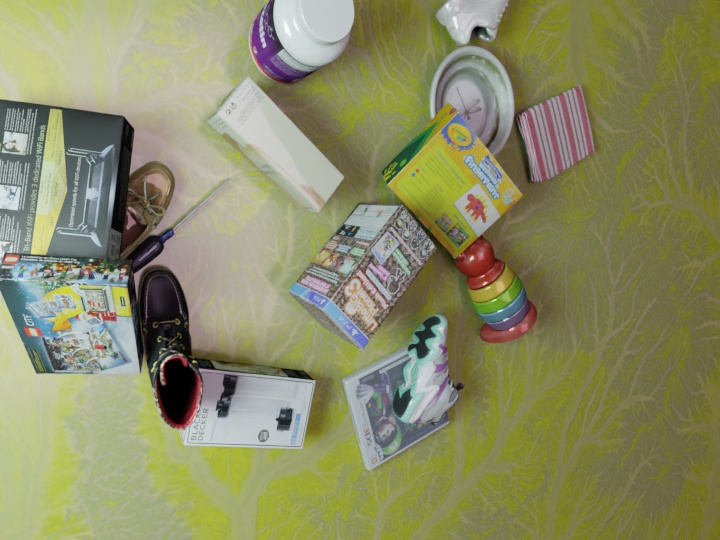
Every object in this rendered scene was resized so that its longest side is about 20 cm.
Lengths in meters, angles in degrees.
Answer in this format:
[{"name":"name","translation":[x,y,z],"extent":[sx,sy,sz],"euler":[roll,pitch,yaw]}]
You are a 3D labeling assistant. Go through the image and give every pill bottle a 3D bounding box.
[{"name":"pill bottle","translation":[-0.083,-0.337,0.738],"extent":[0.109,0.198,0.117],"euler":[-4,98,-26]}]

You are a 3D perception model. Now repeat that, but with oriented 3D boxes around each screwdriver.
[{"name":"screwdriver","translation":[-0.262,-0.067,0.774],"extent":[0.199,0.028,0.029],"euler":[-41,84,-14]}]

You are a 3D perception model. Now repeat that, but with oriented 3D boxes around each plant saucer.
[{"name":"plant saucer","translation":[0.198,-0.301,0.975],"extent":[0.194,0.050,0.209],"euler":[-4,99,-28]}]

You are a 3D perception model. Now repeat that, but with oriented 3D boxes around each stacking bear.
[{"name":"stacking bear","translation":[0.250,0.026,1.018],"extent":[0.121,0.113,0.203],"euler":[-41,108,-16]}]

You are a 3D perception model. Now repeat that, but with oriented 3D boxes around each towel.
[{"name":"towel","translation":[0.412,-0.287,1.105],"extent":[0.196,0.030,0.151],"euler":[-28,109,-24]}]

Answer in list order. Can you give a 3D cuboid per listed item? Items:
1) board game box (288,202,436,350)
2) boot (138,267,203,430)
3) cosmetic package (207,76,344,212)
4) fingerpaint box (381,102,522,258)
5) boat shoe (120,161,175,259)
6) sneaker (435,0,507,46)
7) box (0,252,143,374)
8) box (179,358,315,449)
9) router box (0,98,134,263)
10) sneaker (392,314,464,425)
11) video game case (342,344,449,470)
[{"name":"board game box","translation":[0.000,0.000,0.849],"extent":[0.097,0.158,0.202],"euler":[44,78,-24]},{"name":"boot","translation":[-0.263,0.107,0.729],"extent":[0.071,0.149,0.209],"euler":[-3,98,-26]},{"name":"cosmetic package","translation":[-0.127,-0.182,0.791],"extent":[0.199,0.105,0.072],"euler":[43,79,-24]},{"name":"fingerpaint box","translation":[0.160,-0.154,0.928],"extent":[0.166,0.074,0.199],"euler":[-43,116,14]},{"name":"boat shoe","translation":[-0.323,-0.061,0.725],"extent":[0.073,0.062,0.203],"euler":[37,80,-26]},{"name":"sneaker","translation":[0.230,-0.471,0.952],"extent":[0.197,0.078,0.101],"euler":[-35,102,-9]},{"name":"box","translation":[-0.349,0.063,0.657],"extent":[0.131,0.039,0.203],"euler":[4,139,-15]},{"name":"box","translation":[-0.179,0.215,0.839],"extent":[0.194,0.060,0.121],"euler":[14,90,-28]},{"name":"router box","translation":[-0.377,-0.096,0.656],"extent":[0.151,0.052,0.208],"euler":[6,85,-9]},{"name":"sneaker","translation":[0.148,0.190,0.979],"extent":[0.136,0.077,0.206],"euler":[18,98,-29]},{"name":"video game case","translation":[0.073,0.249,0.997],"extent":[0.195,0.023,0.188],"euler":[-22,106,-24]}]
